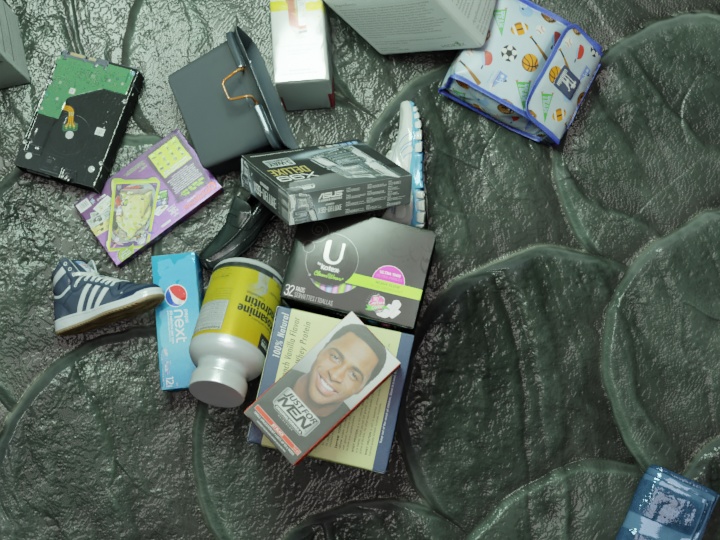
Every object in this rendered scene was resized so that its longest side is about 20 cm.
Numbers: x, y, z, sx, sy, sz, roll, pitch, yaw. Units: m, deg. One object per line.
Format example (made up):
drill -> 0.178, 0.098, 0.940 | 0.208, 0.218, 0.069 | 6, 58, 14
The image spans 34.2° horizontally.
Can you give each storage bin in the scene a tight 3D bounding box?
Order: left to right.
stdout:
storage bin -> -0.198, -0.244, 1.759 | 0.134, 0.146, 0.200 | -25, 81, 8

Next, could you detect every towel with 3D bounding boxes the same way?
towel -> 0.427, 0.389, 1.682 | 0.111, 0.049, 0.200 | 24, 83, 6

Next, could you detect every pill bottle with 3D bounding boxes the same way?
pill bottle -> -0.182, 0.090, 1.682 | 0.112, 0.112, 0.200 | 10, 58, 3

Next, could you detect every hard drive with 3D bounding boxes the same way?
hard drive -> -0.430, -0.230, 1.796 | 0.139, 0.038, 0.201 | 15, 79, 10

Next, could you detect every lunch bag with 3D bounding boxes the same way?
lunch bag -> 0.248, -0.303, 1.757 | 0.200, 0.124, 0.170 | 29, 83, -5

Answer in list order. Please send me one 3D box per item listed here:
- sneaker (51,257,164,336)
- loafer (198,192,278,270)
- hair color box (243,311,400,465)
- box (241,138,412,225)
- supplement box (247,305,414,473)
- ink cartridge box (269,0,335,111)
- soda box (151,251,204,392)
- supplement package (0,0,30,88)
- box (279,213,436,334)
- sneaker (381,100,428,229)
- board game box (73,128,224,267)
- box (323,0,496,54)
sneaker -> -0.380, 0.022, 1.725 | 0.200, 0.070, 0.109 | -18, 76, 27
loafer -> -0.172, -0.083, 1.754 | 0.201, 0.068, 0.070 | -44, 122, -8
hair color box -> -0.050, 0.161, 1.588 | 0.200, 0.061, 0.102 | -44, 82, -6
box -> -0.050, -0.130, 1.681 | 0.199, 0.158, 0.050 | -11, 120, -27
supplement box -> -0.040, 0.173, 1.685 | 0.199, 0.134, 0.201 | 12, 82, 3
ink cartridge box -> -0.088, -0.358, 1.762 | 0.083, 0.145, 0.201 | -4, 81, 3
soda box -> -0.266, 0.078, 1.742 | 0.068, 0.064, 0.201 | -6, 82, 1
supplement package -> -0.587, -0.350, 1.748 | 0.117, 0.200, 0.118 | -13, 81, 0
box -> 0.000, 0.000, 1.716 | 0.199, 0.124, 0.149 | 13, 83, 5
sneaker -> 0.056, -0.159, 1.766 | 0.086, 0.075, 0.201 | -2, 81, 7
board game box -> -0.323, -0.111, 1.791 | 0.200, 0.032, 0.120 | -36, 78, -3
box -> 0.084, -0.445, 1.708 | 0.200, 0.171, 0.200 | 4, 70, 38
